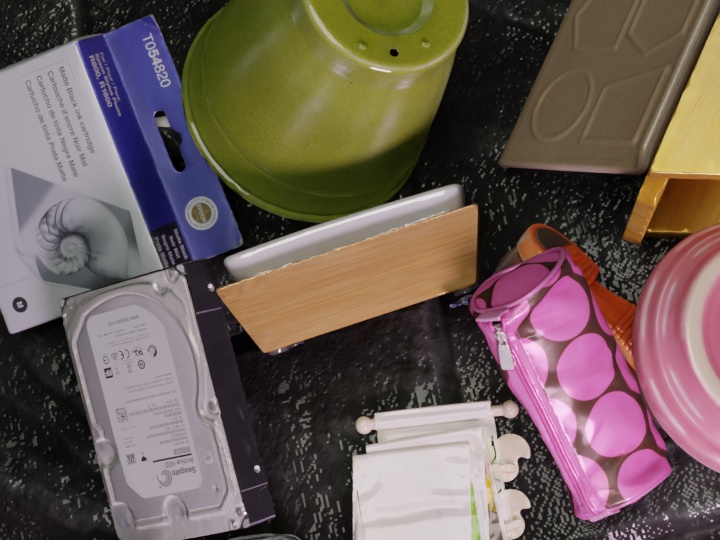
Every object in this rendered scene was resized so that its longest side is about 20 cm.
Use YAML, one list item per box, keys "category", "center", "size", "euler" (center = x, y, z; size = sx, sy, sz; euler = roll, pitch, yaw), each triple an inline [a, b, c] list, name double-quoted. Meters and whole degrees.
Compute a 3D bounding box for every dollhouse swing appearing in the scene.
- category: "dollhouse swing"
  center: [0.311, -0.083, 1.576]
  size: [0.176, 0.200, 0.182]
  euler: [24, 79, 6]

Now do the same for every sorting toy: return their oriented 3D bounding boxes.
- category: "sorting toy"
  center: [0.198, -0.154, 1.632]
  size: [0.036, 0.200, 0.185]
  euler: [30, 78, -26]

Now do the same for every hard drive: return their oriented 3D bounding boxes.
- category: "hard drive"
  center: [-0.147, 0.102, 1.616]
  size: [0.140, 0.038, 0.200]
  euler: [-14, 90, 39]

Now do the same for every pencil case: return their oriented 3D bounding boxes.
- category: "pencil case"
  center: [0.150, 0.087, 1.558]
  size: [0.091, 0.094, 0.200]
  euler: [-20, 109, 31]

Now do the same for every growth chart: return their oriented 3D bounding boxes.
- category: "growth chart"
  center: [0.055, 0.194, 1.628]
  size: [0.144, 0.018, 0.200]
  euler: [2, 75, 9]

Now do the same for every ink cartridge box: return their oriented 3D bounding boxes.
- category: "ink cartridge box"
  center: [-0.218, -0.073, 1.677]
  size: [0.200, 0.041, 0.200]
  euler: [-21, 95, 14]

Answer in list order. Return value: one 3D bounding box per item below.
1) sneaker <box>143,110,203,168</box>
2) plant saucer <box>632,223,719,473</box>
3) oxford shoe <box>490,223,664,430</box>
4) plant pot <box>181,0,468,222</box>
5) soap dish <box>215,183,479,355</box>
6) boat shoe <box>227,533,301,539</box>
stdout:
- category: "sneaker"
  center: [-0.167, -0.091, 1.720]
  size: [0.200, 0.073, 0.112]
  euler: [27, 86, 20]
- category: "plant saucer"
  center: [0.300, 0.054, 1.581]
  size: [0.200, 0.051, 0.201]
  euler: [4, 72, -11]
- category: "oxford shoe"
  center: [0.180, 0.058, 1.633]
  size: [0.200, 0.071, 0.073]
  euler: [48, 118, 10]
- category: "plant pot"
  center: [-0.011, -0.164, 1.610]
  size: [0.200, 0.193, 0.201]
  euler: [8, 67, -18]
- category: "soap dish"
  center: [0.000, 0.000, 1.625]
  size: [0.200, 0.157, 0.081]
  euler: [-18, 89, 3]
- category: "boat shoe"
  center: [-0.134, 0.241, 1.616]
  size: [0.199, 0.068, 0.074]
  euler: [-12, 73, 5]
